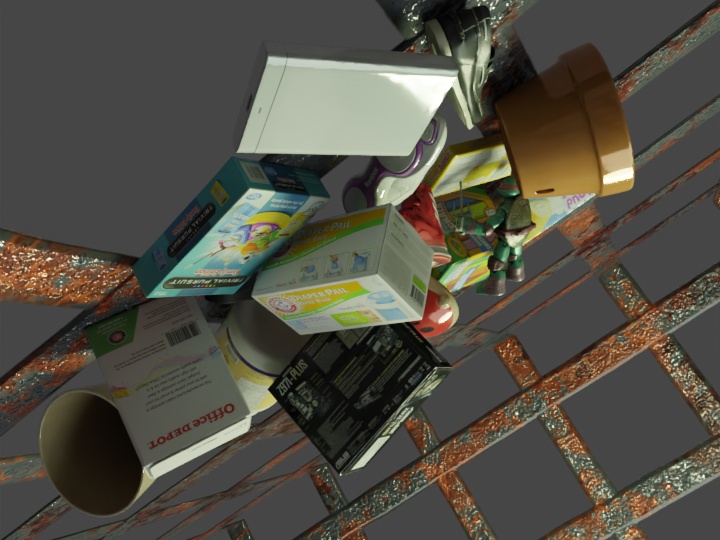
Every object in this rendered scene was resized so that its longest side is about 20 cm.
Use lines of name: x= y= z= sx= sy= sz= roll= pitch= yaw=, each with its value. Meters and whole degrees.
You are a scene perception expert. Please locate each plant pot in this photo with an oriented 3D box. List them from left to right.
plant pot: x=-0.349 y=0.244 z=1.136 sx=0.187 sy=0.188 sz=0.200 roll=-39 pitch=174 yaw=21
plant pot: x=0.264 y=-0.183 z=0.991 sx=0.139 sy=0.202 sz=0.200 roll=-17 pitch=164 yaw=9

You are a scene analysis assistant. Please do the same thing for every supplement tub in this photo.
supplement tub: x=-0.164 y=0.134 z=1.158 sx=0.145 sy=0.146 sz=0.200 roll=-16 pitch=156 yaw=-39

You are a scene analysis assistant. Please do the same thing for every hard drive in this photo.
hard drive: x=-0.016 y=-0.165 z=0.737 sx=0.198 sy=0.027 sz=0.132 roll=-4 pitch=150 yaw=-26

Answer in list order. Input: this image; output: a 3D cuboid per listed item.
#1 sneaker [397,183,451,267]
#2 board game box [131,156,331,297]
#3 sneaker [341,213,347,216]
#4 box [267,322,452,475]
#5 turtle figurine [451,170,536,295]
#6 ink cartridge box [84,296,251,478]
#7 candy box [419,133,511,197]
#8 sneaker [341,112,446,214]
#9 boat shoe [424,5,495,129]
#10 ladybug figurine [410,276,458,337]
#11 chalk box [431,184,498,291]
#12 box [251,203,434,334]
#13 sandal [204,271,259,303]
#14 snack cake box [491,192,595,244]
sneaker: x=0.057 y=-0.071 z=1.054 sx=0.078 sy=0.117 sz=0.200 roll=-18 pitch=162 yaw=25
board game box: x=-0.151 y=-0.044 z=0.879 sx=0.200 sy=0.047 sz=0.150 roll=-42 pitch=159 yaw=26
sneaker: x=0.000 y=0.000 z=1.128 sx=0.077 sy=0.113 sz=0.200 roll=-31 pitch=162 yaw=0
box: x=-0.001 y=0.150 z=1.025 sx=0.200 sy=0.164 sz=0.086 roll=-50 pitch=158 yaw=9
turtle figurine: x=0.213 y=-0.071 z=1.117 sx=0.149 sy=0.100 sz=0.202 roll=-17 pitch=115 yaw=-28
ink cartridge box: x=-0.248 y=0.144 z=0.964 sx=0.144 sy=0.201 sz=0.084 roll=-24 pitch=160 yaw=-20
candy box: x=0.186 y=-0.167 z=1.134 sx=0.199 sy=0.027 sz=0.102 roll=-18 pitch=155 yaw=-36
sneaker: x=0.051 y=-0.140 z=0.944 sx=0.099 sy=0.075 sz=0.200 roll=-28 pitch=171 yaw=-42
boat shoe: x=0.123 y=-0.220 z=0.825 sx=0.067 sy=0.072 sz=0.200 roll=-28 pitch=160 yaw=4
ladybug figurine: x=0.075 y=0.057 z=1.165 sx=0.072 sy=0.136 sz=0.200 roll=-50 pitch=-166 yaw=-21
chalk box: x=0.135 y=-0.039 z=1.224 sx=0.199 sy=0.125 sz=0.125 roll=-20 pitch=158 yaw=-33
box: x=-0.024 y=0.004 z=0.942 sx=0.199 sy=0.102 sz=0.112 roll=-11 pitch=142 yaw=35
sandal: x=-0.130 y=0.030 z=1.057 sx=0.199 sy=0.075 sz=0.049 roll=-9 pitch=109 yaw=-35
snack cake box: x=0.323 y=-0.136 z=1.287 sx=0.199 sy=0.067 sz=0.115 roll=-36 pitch=-163 yaw=15
